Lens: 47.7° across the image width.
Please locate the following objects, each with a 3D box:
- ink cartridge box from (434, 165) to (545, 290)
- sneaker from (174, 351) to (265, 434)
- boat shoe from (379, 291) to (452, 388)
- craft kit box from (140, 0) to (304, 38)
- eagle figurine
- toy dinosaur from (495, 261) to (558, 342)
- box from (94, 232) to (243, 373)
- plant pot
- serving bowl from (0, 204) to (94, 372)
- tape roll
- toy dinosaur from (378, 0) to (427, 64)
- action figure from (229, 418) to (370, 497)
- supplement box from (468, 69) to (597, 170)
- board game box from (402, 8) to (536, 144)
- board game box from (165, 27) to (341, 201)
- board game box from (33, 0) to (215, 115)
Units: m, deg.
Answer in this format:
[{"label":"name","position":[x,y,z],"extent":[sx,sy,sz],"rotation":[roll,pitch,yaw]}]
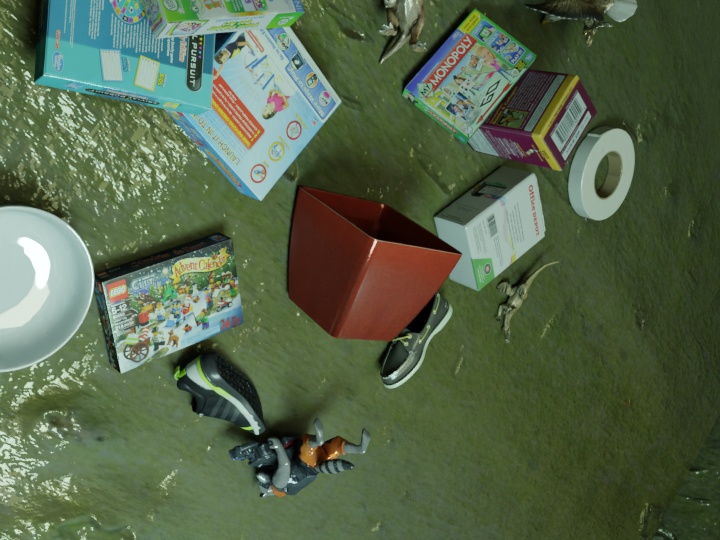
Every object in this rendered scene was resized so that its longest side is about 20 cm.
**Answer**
[{"label":"ink cartridge box","position":[0.245,-0.082,1.524],"extent":[0.200,0.084,0.145],"rotation":[-37,127,-26]},{"label":"sneaker","position":[-0.215,0.191,1.237],"extent":[0.082,0.072,0.200],"rotation":[-25,133,7]},{"label":"boat shoe","position":[0.091,0.118,1.473],"extent":[0.202,0.072,0.061],"rotation":[-54,130,-22]},{"label":"craft kit box","position":[-0.186,-0.385,0.975],"extent":[0.197,0.048,0.201],"rotation":[-18,87,-41]},{"label":"eagle figurine","position":[0.384,-0.491,1.469],"extent":[0.151,0.152,0.200],"rotation":[-50,141,12]},{"label":"toy dinosaur","position":[0.326,0.048,1.682],"extent":[0.201,0.058,0.101],"rotation":[-60,150,4]},{"label":"box","position":[-0.263,0.042,1.137],"extent":[0.199,0.038,0.137],"rotation":[-23,120,-35]},{"label":"plant pot","position":[0.000,0.000,1.268],"extent":[0.199,0.200,0.177],"rotation":[7,112,-43]},{"label":"serving bowl","position":[-0.422,0.015,0.961],"extent":[0.199,0.066,0.201],"rotation":[-17,118,-37]},{"label":"tape roll","position":[0.523,-0.210,1.763],"extent":[0.202,0.037,0.204],"rotation":[-16,116,-37]},{"label":"toy dinosaur","position":[0.072,-0.420,1.247],"extent":[0.085,0.136,0.201],"rotation":[5,133,-4]},{"label":"action figure","position":[-0.106,0.307,1.293],"extent":[0.193,0.105,0.199],"rotation":[-38,153,30]},{"label":"supplement box","position":[0.279,-0.266,1.403],"extent":[0.103,0.200,0.131],"rotation":[42,77,-44]},{"label":"board game box","position":[0.182,-0.324,1.351],"extent":[0.200,0.134,0.029],"rotation":[-51,176,-16]},{"label":"board game box","position":[-0.147,-0.236,1.124],"extent":[0.196,0.056,0.200],"rotation":[-52,133,-14]},{"label":"board game box","position":[-0.271,-0.277,0.956],"extent":[0.199,0.047,0.152],"rotation":[5,86,-35]}]
